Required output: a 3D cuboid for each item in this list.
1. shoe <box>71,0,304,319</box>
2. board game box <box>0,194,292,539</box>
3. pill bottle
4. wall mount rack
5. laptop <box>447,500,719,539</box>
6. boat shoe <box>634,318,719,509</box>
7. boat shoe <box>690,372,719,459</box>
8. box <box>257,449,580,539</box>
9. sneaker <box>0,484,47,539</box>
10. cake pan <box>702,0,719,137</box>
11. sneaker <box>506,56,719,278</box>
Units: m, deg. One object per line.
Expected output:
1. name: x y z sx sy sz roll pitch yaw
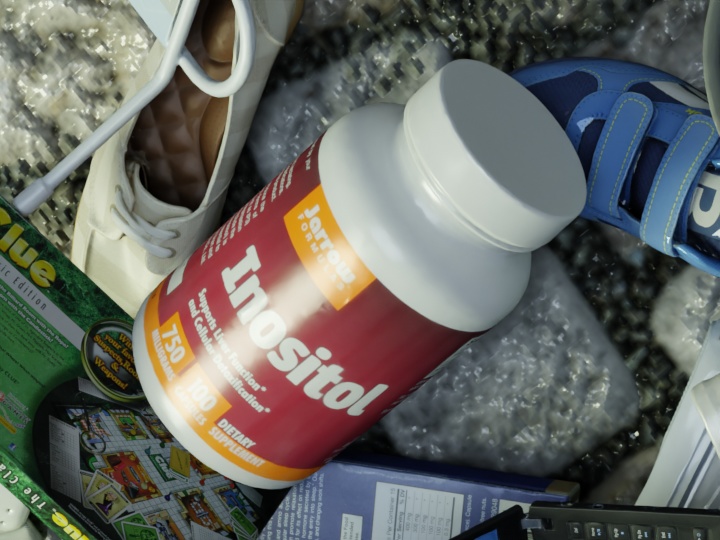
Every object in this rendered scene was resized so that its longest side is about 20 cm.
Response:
1. shoe: -0.089 -0.060 1.205 0.070 0.053 0.200 26 104 10
2. board game box: -0.126 0.061 1.156 0.200 0.105 0.023 44 141 -8
3. pill bottle: 0.000 0.000 1.139 0.200 0.113 0.113 -42 86 31
4. wall mount rack: -0.133 -0.131 1.171 0.200 0.074 0.174 54 138 29
5. laptop: 0.095 0.197 1.090 0.200 0.103 0.178 1 119 21
6. boat shoe: 0.151 0.123 1.159 0.067 0.074 0.200 23 103 11
7. boat shoe: 0.185 0.127 1.115 0.070 0.071 0.200 -16 116 6
8. box: -0.001 0.146 1.223 0.200 0.032 0.121 7 100 14
9. sneaker: -0.199 0.110 1.247 0.200 0.074 0.089 -36 92 12
10. cake pan: 0.241 -0.080 1.082 0.200 0.037 0.201 0 70 0
11. sneaker: 0.142 -0.042 1.134 0.200 0.082 0.074 18 104 13
